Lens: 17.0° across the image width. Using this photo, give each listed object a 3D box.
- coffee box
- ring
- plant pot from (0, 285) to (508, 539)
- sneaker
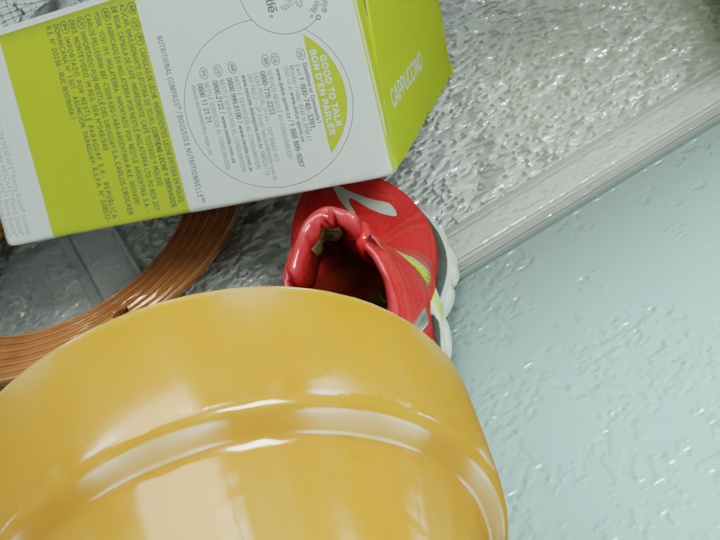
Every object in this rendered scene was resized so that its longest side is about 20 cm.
[{"bbox_3d":[-0.079,-0.147,1.163,0.197,0.201,0.200,-10,15,13],"label":"coffee box"},{"bbox_3d":[-0.148,-0.005,1.256,0.200,0.019,0.201,-20,33,14],"label":"ring"},{"bbox_3d":[-0.031,0.140,0.806,0.199,0.200,0.184,-25,46,5],"label":"plant pot"},{"bbox_3d":[0.000,0.000,1.066,0.077,0.085,0.200,-24,31,6],"label":"sneaker"}]
